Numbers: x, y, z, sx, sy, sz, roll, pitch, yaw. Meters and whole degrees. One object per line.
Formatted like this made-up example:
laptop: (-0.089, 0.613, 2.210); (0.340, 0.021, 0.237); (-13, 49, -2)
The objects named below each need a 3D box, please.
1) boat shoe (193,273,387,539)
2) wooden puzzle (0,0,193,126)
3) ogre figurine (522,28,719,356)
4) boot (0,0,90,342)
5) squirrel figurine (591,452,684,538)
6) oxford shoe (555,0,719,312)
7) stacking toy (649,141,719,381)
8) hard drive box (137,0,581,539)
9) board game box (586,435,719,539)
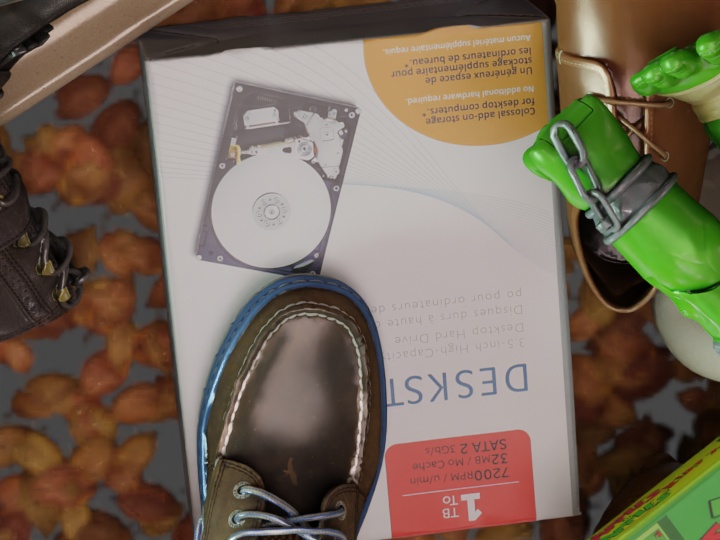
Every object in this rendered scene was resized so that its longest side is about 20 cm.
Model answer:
boat shoe: (-0.028, 0.103, 0.957); (0.072, 0.072, 0.200); (7, 104, -9)
wooden puzzle: (-0.138, -0.165, 0.946); (0.185, 0.046, 0.200); (-33, 127, 4)
ogre figurine: (0.170, -0.038, 0.893); (0.200, 0.098, 0.120); (-25, 88, -33)
boot: (-0.145, -0.047, 0.962); (0.200, 0.069, 0.174); (-22, 134, 8)
squirrel figurine: (0.185, 0.149, 1.062); (0.200, 0.142, 0.187); (-30, 96, -9)
oxford shoe: (0.103, -0.067, 0.939); (0.071, 0.071, 0.200); (1, 133, 10)
stacking toy: (0.226, 0.025, 1.037); (0.146, 0.146, 0.200); (-47, 121, 5)
hard drive box: (0.000, 0.000, 1.012); (0.156, 0.077, 0.200); (-7, 106, -5)
board game box: (0.178, 0.159, 0.972); (0.102, 0.048, 0.200); (-37, 91, -7)
